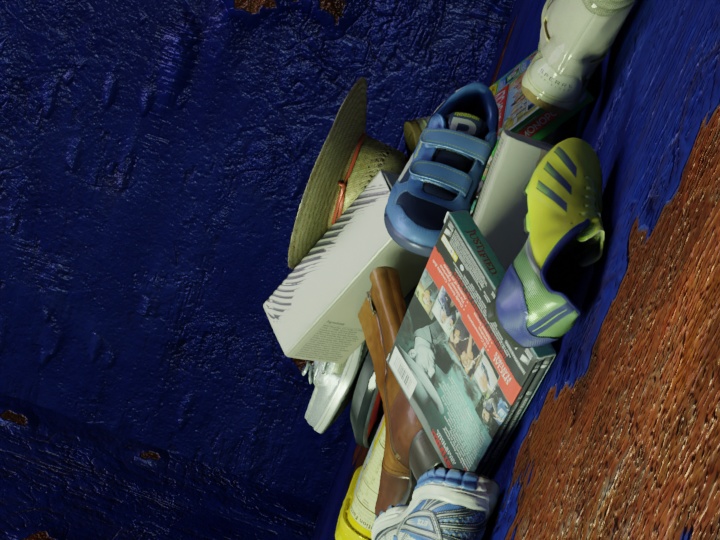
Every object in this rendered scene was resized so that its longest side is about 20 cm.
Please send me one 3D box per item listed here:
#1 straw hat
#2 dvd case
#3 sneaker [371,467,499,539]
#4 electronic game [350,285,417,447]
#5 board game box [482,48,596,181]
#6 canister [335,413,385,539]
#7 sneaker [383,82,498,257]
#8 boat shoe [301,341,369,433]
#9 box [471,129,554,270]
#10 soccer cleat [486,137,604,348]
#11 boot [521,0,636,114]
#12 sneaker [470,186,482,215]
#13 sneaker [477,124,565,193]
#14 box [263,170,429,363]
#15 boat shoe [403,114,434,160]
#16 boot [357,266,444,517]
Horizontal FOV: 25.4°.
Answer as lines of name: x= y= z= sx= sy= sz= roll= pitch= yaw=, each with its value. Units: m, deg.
straw hat: x=0.006 y=-0.080 z=1.556 sx=0.201 sy=0.085 sz=0.201 roll=21 pitch=-90 yaw=-84
dvd case: x=0.082 y=0.069 z=1.266 sx=0.146 sy=0.022 sz=0.200 roll=60 pitch=148 yaw=30
sneaker: x=0.047 y=0.226 z=1.241 sx=0.200 sy=0.077 sz=0.085 roll=110 pitch=175 yaw=-58
electronic game: x=0.041 y=0.092 z=1.673 sx=0.200 sy=0.042 sz=0.200 roll=23 pitch=-90 yaw=-79
board game box: x=0.172 y=-0.172 z=1.569 sx=0.135 sy=0.029 sz=0.200 roll=-37 pitch=16 yaw=23
canister: x=0.053 y=0.175 z=1.579 sx=0.149 sy=0.086 sz=0.200 roll=-68 pitch=-1 yaw=-67
sneaker: x=0.074 y=-0.090 z=1.388 sx=0.200 sy=0.074 sz=0.082 roll=-69 pitch=0 yaw=-47
boat shoe: x=-0.018 y=0.068 z=1.627 sx=0.074 sy=0.065 sz=0.202 roll=-34 pitch=-35 yaw=-69
box: x=0.125 y=-0.013 z=1.369 sx=0.095 sy=0.078 sz=0.200 roll=-73 pitch=3 yaw=-80
soccer cleat: x=0.152 y=-0.026 z=1.149 sx=0.084 sy=0.065 sz=0.200 roll=-27 pitch=28 yaw=43
boot: x=0.213 y=-0.250 z=1.416 sx=0.155 sy=0.072 sz=0.200 roll=115 pitch=180 yaw=-46
sneaker: x=0.125 y=-0.003 z=1.494 sx=0.088 sy=0.074 sz=0.200 roll=94 pitch=-166 yaw=-75
sneaker: x=0.160 y=-0.102 z=1.635 sx=0.092 sy=0.076 sz=0.200 roll=-59 pitch=9 yaw=-19
box: x=0.000 y=0.000 z=1.514 sx=0.200 sy=0.082 sz=0.068 roll=-47 pitch=52 yaw=28
boat shoe: x=0.087 y=-0.080 z=1.600 sx=0.201 sy=0.063 sz=0.073 roll=77 pitch=173 yaw=-48
boot: x=0.025 y=0.124 z=1.454 sx=0.188 sy=0.068 sz=0.200 roll=100 pitch=152 yaw=-58
